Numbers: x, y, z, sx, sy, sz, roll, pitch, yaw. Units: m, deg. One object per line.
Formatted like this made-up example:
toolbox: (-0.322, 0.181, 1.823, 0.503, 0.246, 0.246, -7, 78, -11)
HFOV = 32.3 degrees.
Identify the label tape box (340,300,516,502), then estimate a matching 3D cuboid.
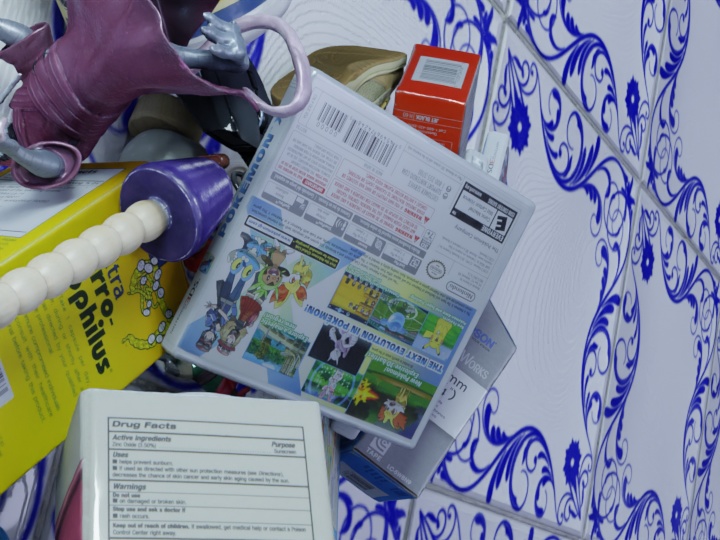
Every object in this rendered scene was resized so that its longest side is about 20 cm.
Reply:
label tape box: (0.060, 0.078, 0.960, 0.201, 0.063, 0.144, -55, -178, -15)

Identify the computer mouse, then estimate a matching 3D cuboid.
computer mouse: (-0.062, -0.101, 0.826, 0.046, 0.200, 0.140, -47, 144, 15)

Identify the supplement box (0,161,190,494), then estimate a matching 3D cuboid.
supplement box: (-0.198, 0.028, 0.682, 0.200, 0.108, 0.110, -44, 129, -48)

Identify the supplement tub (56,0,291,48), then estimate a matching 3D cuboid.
supplement tub: (-0.132, -0.231, 0.728, 0.145, 0.143, 0.201, -53, 135, -42)

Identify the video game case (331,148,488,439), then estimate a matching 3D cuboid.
video game case: (0.041, 0.010, 0.919, 0.201, 0.023, 0.182, -63, 179, 12)

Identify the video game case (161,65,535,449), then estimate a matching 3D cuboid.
video game case: (0.000, 0.000, 0.765, 0.199, 0.022, 0.183, 26, 91, -37)

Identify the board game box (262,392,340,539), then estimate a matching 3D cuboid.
board game box: (-0.038, 0.073, 0.869, 0.135, 0.034, 0.201, 76, 14, -61)

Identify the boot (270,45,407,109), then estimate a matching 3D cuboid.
boot: (-0.013, -0.095, 1.013, 0.200, 0.072, 0.157, -50, 143, -61)

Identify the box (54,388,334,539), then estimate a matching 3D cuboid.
box: (-0.085, 0.174, 0.620, 0.127, 0.109, 0.201, 6, 55, -19)

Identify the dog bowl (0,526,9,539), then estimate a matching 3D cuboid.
dog bowl: (-0.264, 0.189, 0.618, 0.200, 0.049, 0.112, -38, 147, -45)

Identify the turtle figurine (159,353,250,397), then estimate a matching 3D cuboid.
turtle figurine: (-0.101, 0.135, 0.877, 0.200, 0.100, 0.151, 44, 57, -59)

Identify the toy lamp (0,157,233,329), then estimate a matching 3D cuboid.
toy lamp: (-0.134, -0.008, 0.627, 0.200, 0.058, 0.059, -40, 126, -49)

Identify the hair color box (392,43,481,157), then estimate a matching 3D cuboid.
hair color box: (0.054, -0.077, 1.055, 0.102, 0.061, 0.201, -69, 168, -56)

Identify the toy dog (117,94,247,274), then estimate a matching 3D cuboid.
toy dog: (-0.099, -0.035, 0.851, 0.200, 0.096, 0.133, 32, 67, -56)

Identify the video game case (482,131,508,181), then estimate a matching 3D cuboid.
video game case: (0.110, -0.002, 1.181, 0.200, 0.023, 0.183, 81, 23, -63)

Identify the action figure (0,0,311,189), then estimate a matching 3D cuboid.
action figure: (-0.149, -0.109, 0.687, 0.148, 0.200, 0.135, 14, 51, -43)
